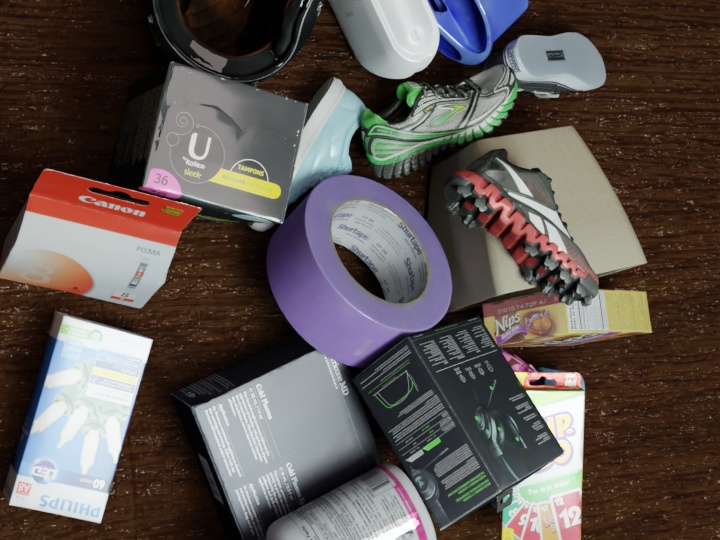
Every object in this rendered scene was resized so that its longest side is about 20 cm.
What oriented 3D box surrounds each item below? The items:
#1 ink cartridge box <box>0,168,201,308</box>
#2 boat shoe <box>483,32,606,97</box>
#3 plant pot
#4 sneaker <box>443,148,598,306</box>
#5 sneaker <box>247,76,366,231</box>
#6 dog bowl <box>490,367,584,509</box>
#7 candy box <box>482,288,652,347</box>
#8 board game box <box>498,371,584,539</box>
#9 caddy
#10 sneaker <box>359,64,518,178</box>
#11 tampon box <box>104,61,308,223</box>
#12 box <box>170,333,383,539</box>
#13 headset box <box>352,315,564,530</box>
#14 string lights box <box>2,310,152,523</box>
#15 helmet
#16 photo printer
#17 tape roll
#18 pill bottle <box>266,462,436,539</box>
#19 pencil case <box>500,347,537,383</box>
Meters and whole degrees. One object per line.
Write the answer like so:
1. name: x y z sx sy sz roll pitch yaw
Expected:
1. ink cartridge box: -0.265 -0.026 1.206 0.161 0.200 0.051 14 67 -23
2. boat shoe: 0.228 -0.247 1.476 0.198 0.068 0.074 -14 87 -46
3. plant pot: 0.185 -0.062 1.407 0.198 0.200 0.179 -11 86 -22
4. sneaker: 0.185 -0.052 1.267 0.200 0.071 0.098 42 65 1
5. sneaker: -0.051 -0.119 1.359 0.082 0.074 0.201 34 79 -15
6. dog bowl: 0.213 0.213 1.471 0.049 0.111 0.202 20 84 -9
7. candy box: 0.249 0.058 1.429 0.199 0.116 0.057 5 76 -48
8. board game box: 0.212 0.220 1.398 0.094 0.030 0.203 1 92 -2
9. caddy: 0.099 -0.335 1.379 0.105 0.141 0.201 -39 105 -20
10. sneaker: 0.092 -0.184 1.366 0.199 0.078 0.086 -29 121 -9
11. tampon box: -0.165 -0.125 1.243 0.148 0.200 0.128 14 87 -22
12. box: -0.087 0.197 1.342 0.181 0.104 0.202 -23 101 -19
13. headset box: 0.114 0.167 1.310 0.201 0.093 0.174 58 30 12
14. string lights box: -0.301 0.155 1.273 0.102 0.059 0.202 17 86 -24
15. helmet: -0.133 -0.290 1.254 0.198 0.201 0.191 25 126 -22
16. photo printer: 0.012 -0.309 1.330 0.069 0.166 0.202 -29 104 -12
17. tape roll: 0.000 0.000 1.325 0.198 0.085 0.202 23 46 -26
18. pill bottle: -0.029 0.295 1.254 0.198 0.113 0.115 -25 101 -19
19. pencil case: 0.138 0.190 1.442 0.090 0.093 0.201 34 81 -38
